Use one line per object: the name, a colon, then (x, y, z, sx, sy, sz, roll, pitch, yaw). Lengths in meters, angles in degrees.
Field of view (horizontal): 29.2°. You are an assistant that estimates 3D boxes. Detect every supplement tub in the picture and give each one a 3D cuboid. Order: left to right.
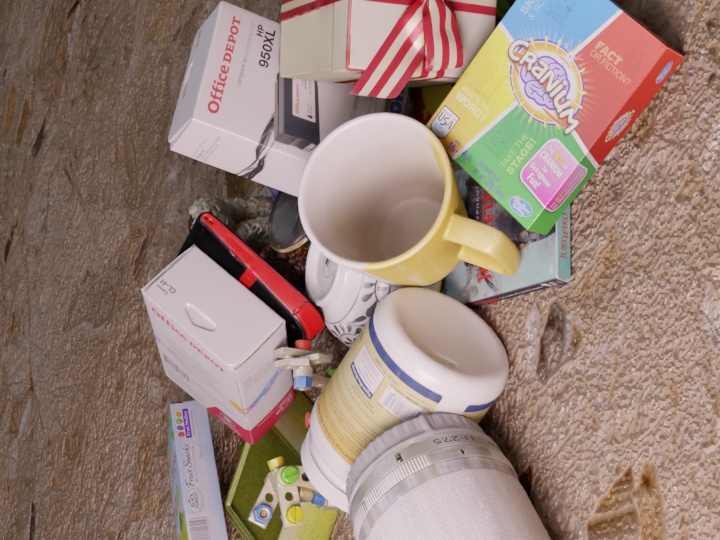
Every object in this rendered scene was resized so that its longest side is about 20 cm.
supplement tub: (0.038, 0.132, 1.345, 0.201, 0.144, 0.145, -57, 38, 30)

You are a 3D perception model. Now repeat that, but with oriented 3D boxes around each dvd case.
dvd case: (0.134, -0.042, 1.359, 0.200, 0.022, 0.147, -19, 65, 56)

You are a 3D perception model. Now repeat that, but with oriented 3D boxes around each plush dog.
plush dog: (-0.090, -0.006, 1.613, 0.172, 0.160, 0.201, 50, 165, 36)

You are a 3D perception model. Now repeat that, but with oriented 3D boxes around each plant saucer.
plant saucer: (-0.095, 0.253, 1.609, 0.200, 0.048, 0.201, 39, 114, 54)

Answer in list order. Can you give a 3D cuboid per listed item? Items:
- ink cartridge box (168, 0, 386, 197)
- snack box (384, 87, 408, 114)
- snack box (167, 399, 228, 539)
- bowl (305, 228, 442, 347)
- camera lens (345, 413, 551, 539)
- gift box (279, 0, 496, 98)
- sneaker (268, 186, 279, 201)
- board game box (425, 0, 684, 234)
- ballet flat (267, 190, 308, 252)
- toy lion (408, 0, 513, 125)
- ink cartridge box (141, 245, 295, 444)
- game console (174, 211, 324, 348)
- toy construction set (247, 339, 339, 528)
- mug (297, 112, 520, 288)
ink cartridge box: (-0.082, -0.168, 1.425, 0.084, 0.199, 0.146, -36, 40, 59)
snack box: (0.036, -0.190, 1.492, 0.072, 0.024, 0.202, 150, 129, -82)
snack box: (-0.206, 0.283, 1.725, 0.143, 0.053, 0.201, 106, 156, -54)
bowl: (0.000, 0.000, 1.471, 0.201, 0.094, 0.202, -32, 53, 58)
camera lens: (0.085, 0.248, 1.224, 0.160, 0.159, 0.201, -59, 37, 28)
gift box: (0.018, -0.256, 1.327, 0.186, 0.199, 0.186, 7, 101, 61)
sneaker: (-0.028, -0.144, 1.601, 0.200, 0.147, 0.081, -45, 1, -26)
board game box: (0.169, -0.158, 1.242, 0.153, 0.040, 0.200, 46, 110, 28)
ballet flat: (-0.037, -0.101, 1.518, 0.066, 0.057, 0.201, 27, 74, 17)
toy lion: (0.115, -0.204, 1.409, 0.200, 0.068, 0.193, 59, 136, 46)
ink cartridge box: (-0.153, 0.087, 1.535, 0.147, 0.086, 0.200, 38, 156, 19)
game console: (-0.126, 0.023, 1.528, 0.031, 0.177, 0.200, -44, 0, -22)
toy construction set: (-0.050, 0.175, 1.474, 0.092, 0.130, 0.202, 175, 99, -73)
mug: (0.045, -0.038, 1.314, 0.149, 0.153, 0.187, -36, 65, 6)
